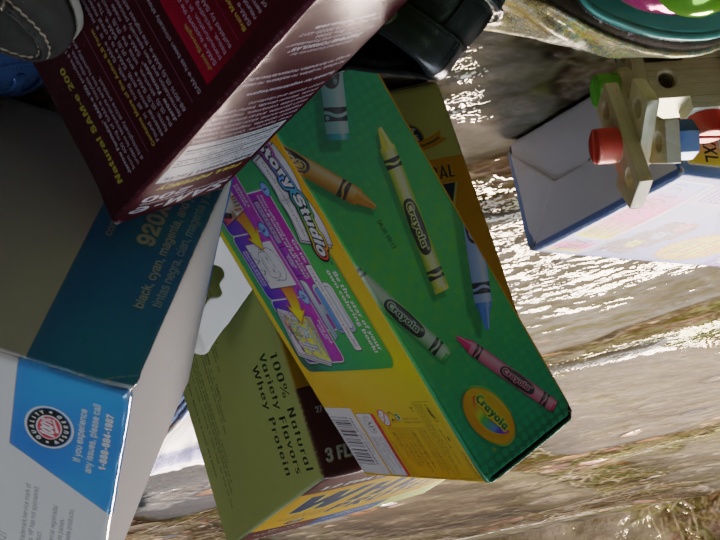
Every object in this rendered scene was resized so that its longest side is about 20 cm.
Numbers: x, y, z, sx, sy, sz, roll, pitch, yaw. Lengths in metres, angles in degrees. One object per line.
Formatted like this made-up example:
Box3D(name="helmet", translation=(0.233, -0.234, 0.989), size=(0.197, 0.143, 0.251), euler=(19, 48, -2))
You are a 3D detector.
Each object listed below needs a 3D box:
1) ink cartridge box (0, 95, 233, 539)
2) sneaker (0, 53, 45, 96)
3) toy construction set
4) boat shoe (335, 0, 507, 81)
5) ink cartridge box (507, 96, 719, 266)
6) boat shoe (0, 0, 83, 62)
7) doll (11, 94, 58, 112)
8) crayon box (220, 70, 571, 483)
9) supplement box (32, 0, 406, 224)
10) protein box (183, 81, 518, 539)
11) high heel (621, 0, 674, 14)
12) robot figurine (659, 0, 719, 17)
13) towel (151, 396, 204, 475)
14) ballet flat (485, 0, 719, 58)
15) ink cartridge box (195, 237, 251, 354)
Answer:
Box3D(name="ink cartridge box", translation=(-0.177, 0.020, 0.728), size=(0.200, 0.145, 0.147), euler=(17, 133, 1))
Box3D(name="sneaker", translation=(-0.170, -0.083, 0.691), size=(0.200, 0.078, 0.066), euler=(4, 158, -38))
Box3D(name="toy construction set", translation=(0.194, -0.076, 0.873), size=(0.200, 0.131, 0.092), euler=(-1, 161, -25))
Box3D(name="boat shoe", translation=(-0.024, -0.101, 0.683), size=(0.199, 0.066, 0.075), euler=(11, 162, 42))
Box3D(name="ink cartridge box", translation=(0.212, -0.059, 1.043), size=(0.200, 0.076, 0.136), euler=(2, 161, -35))
Box3D(name="boat shoe", translation=(-0.165, -0.123, 0.564), size=(0.067, 0.057, 0.200), euler=(8, 152, 33))
Box3D(name="doll", translation=(-0.194, -0.050, 0.907), size=(0.136, 0.048, 0.200), euler=(32, 140, -33))
Box3D(name="crayon box", translation=(0.000, 0.000, 0.790), size=(0.058, 0.200, 0.119), euler=(-35, -168, -25))
Box3D(name="supplement box", translation=(-0.049, -0.113, 0.613), size=(0.061, 0.109, 0.200), euler=(-20, 167, -41))
Box3D(name="protein box", translation=(-0.018, 0.030, 0.977), size=(0.135, 0.199, 0.200), euler=(-13, 166, -22))
Box3D(name="high heel", translation=(0.121, -0.156, 0.692), size=(0.200, 0.067, 0.096), euler=(16, 164, -27))
Box3D(name="robot figurine", translation=(0.069, -0.161, 0.492), size=(0.200, 0.176, 0.116), euler=(-34, -144, -26))
Box3D(name="towel", translation=(-0.072, 0.064, 1.184), size=(0.200, 0.024, 0.147), euler=(-50, 163, 14))
Box3D(name="ballet flat", translation=(0.074, -0.129, 0.760), size=(0.200, 0.071, 0.071), euler=(8, 158, -29))
Box3D(name="ink cartridge box", translation=(-0.155, -0.008, 0.849), size=(0.200, 0.068, 0.116), euler=(27, 139, -9))
